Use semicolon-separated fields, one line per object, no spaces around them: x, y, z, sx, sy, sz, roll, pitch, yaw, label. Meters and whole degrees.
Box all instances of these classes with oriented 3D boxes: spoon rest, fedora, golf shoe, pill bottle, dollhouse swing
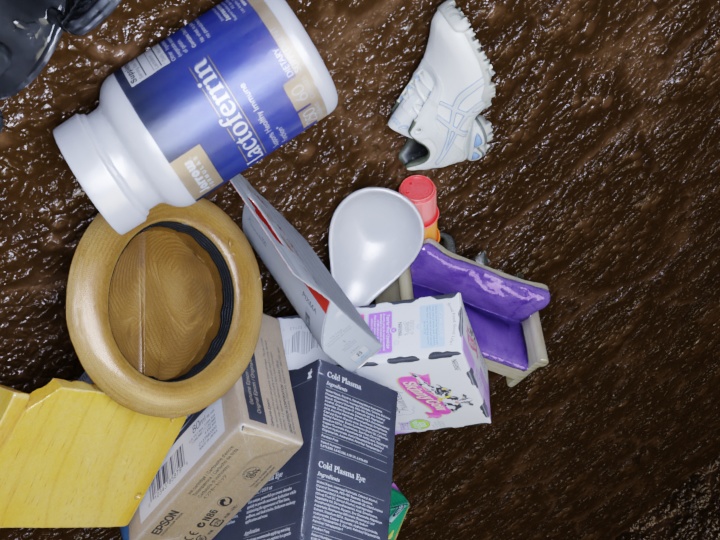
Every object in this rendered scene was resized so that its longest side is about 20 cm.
0.000;0.000;1.110;0.098;0.061;0.201;19;123;-7;spoon rest
-0.181;0.030;0.931;0.199;0.203;0.082;-11;178;-35;fedora
0.072;-0.161;0.984;0.096;0.079;0.201;-23;146;-8;golf shoe
-0.126;-0.121;0.799;0.199;0.116;0.116;-34;149;-3;pill bottle
-0.308;0.141;0.956;0.199;0.175;0.183;18;105;-53;dollhouse swing

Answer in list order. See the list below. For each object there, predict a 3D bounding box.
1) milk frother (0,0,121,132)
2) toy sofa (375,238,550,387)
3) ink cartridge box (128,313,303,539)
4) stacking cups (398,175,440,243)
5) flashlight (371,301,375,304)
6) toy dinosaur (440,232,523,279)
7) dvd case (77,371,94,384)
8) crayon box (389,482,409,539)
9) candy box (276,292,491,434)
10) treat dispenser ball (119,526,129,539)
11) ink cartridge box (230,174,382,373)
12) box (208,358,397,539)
-0.228;-0.183;0.551;0.200;0.181;0.187;-45;148;21;milk frother
0.120;0.050;1.160;0.198;0.083;0.098;21;135;-27;toy sofa
-0.151;0.156;1.018;0.075;0.166;0.200;23;121;-33;ink cartridge box
0.069;-0.025;1.172;0.060;0.061;0.201;-24;146;-18;stacking cups
-0.064;0.096;1.196;0.198;0.068;0.068;-24;152;-16;flashlight
0.135;0.023;1.279;0.102;0.078;0.199;-17;149;39;toy dinosaur
-0.226;0.110;1.103;0.200;0.018;0.142;-48;146;18;dvd case
-0.021;0.323;1.287;0.058;0.119;0.202;-4;126;-36;crayon box
0.027;0.107;1.100;0.198;0.072;0.168;-9;145;14;candy box
-0.175;0.268;1.188;0.199;0.202;0.202;-25;147;-17;treat dispenser ball
-0.069;-0.002;0.970;0.047;0.161;0.200;-39;148;5;ink cartridge box
-0.067;0.212;1.026;0.103;0.184;0.199;25;146;-32;box
